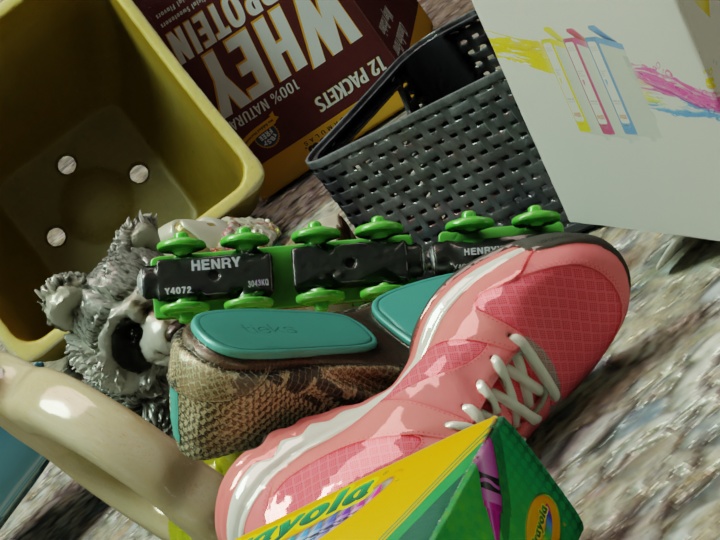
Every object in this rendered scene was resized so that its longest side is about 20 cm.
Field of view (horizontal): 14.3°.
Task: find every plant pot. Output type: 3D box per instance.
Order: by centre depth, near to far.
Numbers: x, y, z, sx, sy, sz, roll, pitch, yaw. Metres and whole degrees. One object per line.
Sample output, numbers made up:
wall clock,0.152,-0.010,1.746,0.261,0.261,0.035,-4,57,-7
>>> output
plant pot,-0.186,-0.060,1.874,0.194,0.196,0.200,-38,-8,-3

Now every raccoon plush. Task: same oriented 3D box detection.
raccoon plush,-0.129,0.054,1.433,0.200,0.134,0.097,-22,19,47

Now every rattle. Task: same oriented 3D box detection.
rattle,-0.107,0.035,1.267,0.143,0.200,0.130,-58,-18,3

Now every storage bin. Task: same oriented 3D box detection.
storage bin,0.088,-0.079,1.432,0.200,0.094,0.135,-23,19,43

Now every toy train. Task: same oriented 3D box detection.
toy train,0.000,0.000,1.294,0.200,0.042,0.056,-4,-11,0

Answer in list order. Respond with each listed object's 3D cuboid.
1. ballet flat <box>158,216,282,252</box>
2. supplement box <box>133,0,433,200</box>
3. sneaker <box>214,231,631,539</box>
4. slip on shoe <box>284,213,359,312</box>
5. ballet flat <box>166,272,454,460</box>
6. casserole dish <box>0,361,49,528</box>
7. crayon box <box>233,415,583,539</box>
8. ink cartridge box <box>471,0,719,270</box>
ballet flat,-0.107,0.007,1.701,0.076,0.064,0.200,-29,15,34
supplement box,-0.062,-0.188,1.958,0.133,0.200,0.197,-33,14,14
sneaker,0.039,0.068,1.144,0.200,0.074,0.087,-40,29,-4
slip on shoe,-0.022,0.015,1.423,0.061,0.076,0.200,-29,10,2
ballet flat,0.006,0.045,1.217,0.200,0.075,0.068,-9,32,-30
casserole dish,-0.212,0.134,1.501,0.200,0.039,0.121,-54,0,-29
crayon box,-0.025,0.139,1.040,0.200,0.058,0.119,-28,16,33
ink cartridge box,0.142,-0.109,1.206,0.125,0.200,0.129,9,45,48
